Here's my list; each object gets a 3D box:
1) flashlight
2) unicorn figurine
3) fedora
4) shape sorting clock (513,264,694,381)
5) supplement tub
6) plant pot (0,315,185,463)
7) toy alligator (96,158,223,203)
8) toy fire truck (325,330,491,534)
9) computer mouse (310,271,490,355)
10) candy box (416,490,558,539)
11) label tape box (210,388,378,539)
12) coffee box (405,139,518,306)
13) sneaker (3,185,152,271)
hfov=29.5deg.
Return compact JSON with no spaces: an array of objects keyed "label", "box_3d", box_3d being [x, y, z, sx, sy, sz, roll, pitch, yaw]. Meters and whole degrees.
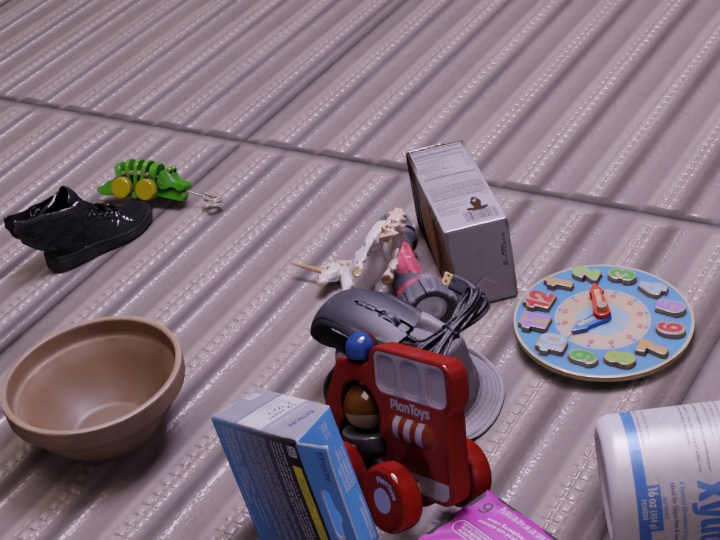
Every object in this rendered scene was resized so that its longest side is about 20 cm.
[{"label":"flashlight","box_3d":[0.062,-0.003,1.638,0.068,0.068,0.200,-11,35,-6]},{"label":"unicorn figurine","box_3d":[0.000,0.000,1.618,0.200,0.074,0.137,-39,23,31]},{"label":"fedora","box_3d":[0.051,0.103,1.468,0.200,0.090,0.177,7,39,24]},{"label":"shape sorting clock","box_3d":[0.271,0.054,1.524,0.200,0.039,0.200,-8,35,5]},{"label":"supplement tub","box_3d":[0.321,0.184,1.243,0.200,0.132,0.132,-8,35,6]},{"label":"plant pot","box_3d":[-0.284,0.145,1.499,0.201,0.093,0.201,-8,34,5]},{"label":"toy alligator","box_3d":[-0.280,-0.127,1.903,0.200,0.054,0.059,5,12,22]},{"label":"toy fire truck","box_3d":[0.034,0.146,1.310,0.112,0.168,0.200,-13,16,-35]},{"label":"computer mouse","box_3d":[0.038,0.035,1.443,0.140,0.046,0.200,-42,35,-25]},{"label":"candy box","box_3d":[0.088,0.296,1.209,0.200,0.061,0.136,-31,38,-26]},{"label":"label tape box","box_3d":[-0.045,0.196,1.266,0.066,0.143,0.200,-30,19,-31]},{"label":"coffee box","box_3d":[0.121,-0.060,1.662,0.080,0.114,0.200,-14,34,-4]},{"label":"sneaker","box_3d":[-0.371,-0.071,1.821,0.200,0.104,0.060,-32,39,-28]}]
